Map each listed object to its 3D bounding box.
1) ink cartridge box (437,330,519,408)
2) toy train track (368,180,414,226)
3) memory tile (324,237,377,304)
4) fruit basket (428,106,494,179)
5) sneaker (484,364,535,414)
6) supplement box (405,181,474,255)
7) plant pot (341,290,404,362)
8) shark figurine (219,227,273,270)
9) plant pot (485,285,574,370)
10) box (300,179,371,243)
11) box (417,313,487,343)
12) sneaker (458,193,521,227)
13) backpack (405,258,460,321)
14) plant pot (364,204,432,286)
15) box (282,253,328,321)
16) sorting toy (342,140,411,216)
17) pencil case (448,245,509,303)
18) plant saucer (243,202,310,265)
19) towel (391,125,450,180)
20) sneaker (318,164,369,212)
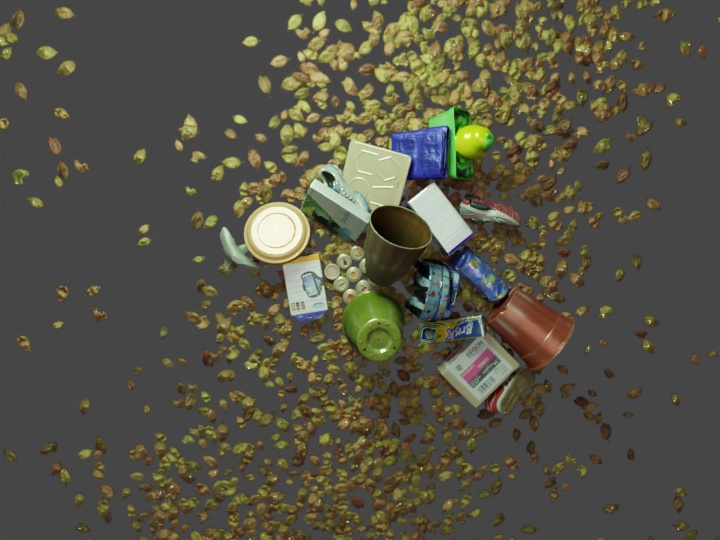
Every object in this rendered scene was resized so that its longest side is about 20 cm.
[{"bbox_3d":[0.371,0.303,1.598,0.165,0.075,0.200,43,94,-6],"label":"ink cartridge box"},{"bbox_3d":[0.096,-0.205,1.556,0.115,0.033,0.200,39,88,16],"label":"toy train track"},{"bbox_3d":[0.000,0.000,1.584,0.199,0.017,0.154,-35,96,3],"label":"memory tile"},{"bbox_3d":[0.304,-0.367,1.457,0.214,0.155,0.217,6,101,33],"label":"fruit basket"},{"bbox_3d":[0.473,0.378,1.620,0.200,0.112,0.071,-41,94,-27],"label":"sneaker"},{"bbox_3d":[0.237,-0.157,1.530,0.103,0.101,0.200,-40,96,3],"label":"supplement box"},{"bbox_3d":[0.046,0.179,1.509,0.199,0.193,0.202,-1,100,-3],"label":"plant pot"},{"bbox_3d":[-0.346,-0.034,1.539,0.213,0.090,0.129,21,97,-2],"label":"shark figurine"},{"bbox_3d":[0.502,0.163,1.537,0.195,0.201,0.201,39,94,3],"label":"plant pot"},{"bbox_3d":[-0.076,-0.172,1.504,0.199,0.144,0.036,33,61,-3],"label":"box"},{"bbox_3d":[0.282,0.179,1.548,0.199,0.070,0.065,-10,88,20],"label":"box"},{"bbox_3d":[0.397,-0.172,1.552,0.199,0.081,0.075,17,124,-3],"label":"sneaker"},{"bbox_3d":[0.220,0.064,1.505,0.133,0.200,0.184,12,95,-3],"label":"backpack"},{"bbox_3d":[0.088,-0.055,1.478,0.186,0.188,0.201,18,131,-3],"label":"plant pot"},{"bbox_3d":[-0.170,0.054,1.576,0.118,0.041,0.202,-9,99,0],"label":"box"},{"bbox_3d":[0.040,-0.275,1.516,0.199,0.036,0.186,19,107,14],"label":"sorting toy"},{"bbox_3d":[0.367,0.016,1.563,0.200,0.078,0.087,43,65,-5],"label":"pencil case"},{"bbox_3d":[-0.251,-0.115,1.517,0.199,0.032,0.202,1,71,-2],"label":"plant saucer"},{"bbox_3d":[0.167,-0.340,1.473,0.049,0.199,0.149,-3,97,-45],"label":"towel"},{"bbox_3d":[-0.057,-0.227,1.495,0.075,0.087,0.200,-43,88,21],"label":"sneaker"}]
